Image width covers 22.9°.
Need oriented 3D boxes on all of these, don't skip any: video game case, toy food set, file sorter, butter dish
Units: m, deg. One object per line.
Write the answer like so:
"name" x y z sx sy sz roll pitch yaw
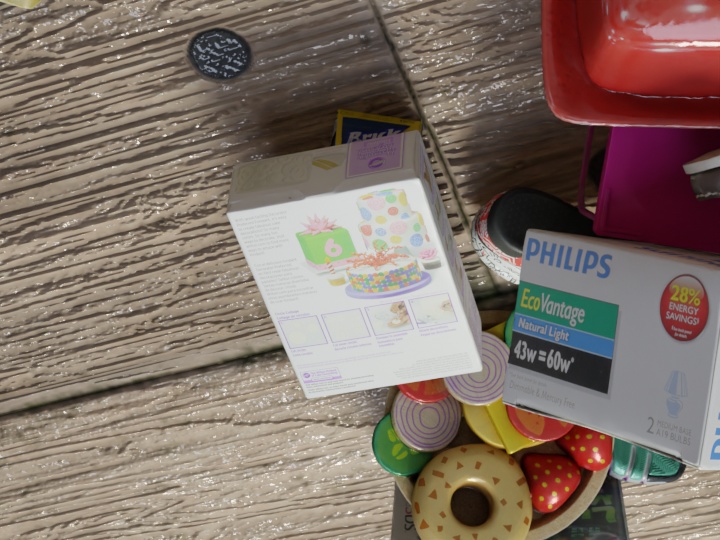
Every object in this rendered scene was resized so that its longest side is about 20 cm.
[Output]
"video game case" 0.126 0.206 1.515 0.198 0.182 0.024 0 114 4
"toy food set" 0.109 0.127 1.446 0.199 0.199 0.049 -26 173 -7
"file sorter" 0.262 -0.087 1.241 0.198 0.125 0.140 8 98 -4
"butter dish" 0.215 -0.198 1.094 0.198 0.202 0.148 2 172 1

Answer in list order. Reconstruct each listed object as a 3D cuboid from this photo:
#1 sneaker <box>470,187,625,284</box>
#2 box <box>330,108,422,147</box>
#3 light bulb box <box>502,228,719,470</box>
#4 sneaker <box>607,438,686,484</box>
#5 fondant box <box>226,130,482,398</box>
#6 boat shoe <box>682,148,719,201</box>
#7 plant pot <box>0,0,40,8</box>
"sneaker" 0.179 -0.006 1.358 0.200 0.068 0.108 22 173 -9
"box" -0.002 -0.026 1.378 0.069 0.065 0.201 8 134 -4
"light bulb box" 0.235 0.052 1.186 0.199 0.198 0.126 5 96 -35
"sneaker" 0.182 0.140 1.540 0.199 0.075 0.088 19 157 -14
"fondant box" 0.000 0.000 1.319 0.143 0.059 0.201 -10 133 13
"boat shoe" 0.309 -0.063 1.149 0.198 0.072 0.060 -10 96 -7
"plant pot" -0.247 -0.310 1.045 0.194 0.195 0.201 16 123 -12
